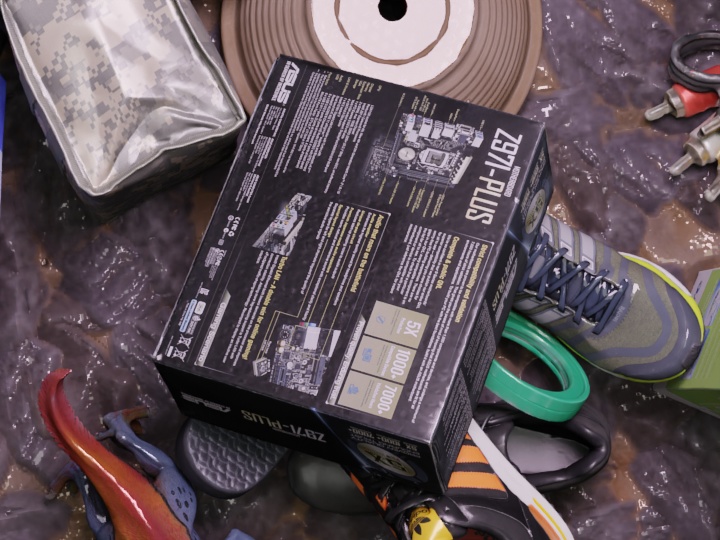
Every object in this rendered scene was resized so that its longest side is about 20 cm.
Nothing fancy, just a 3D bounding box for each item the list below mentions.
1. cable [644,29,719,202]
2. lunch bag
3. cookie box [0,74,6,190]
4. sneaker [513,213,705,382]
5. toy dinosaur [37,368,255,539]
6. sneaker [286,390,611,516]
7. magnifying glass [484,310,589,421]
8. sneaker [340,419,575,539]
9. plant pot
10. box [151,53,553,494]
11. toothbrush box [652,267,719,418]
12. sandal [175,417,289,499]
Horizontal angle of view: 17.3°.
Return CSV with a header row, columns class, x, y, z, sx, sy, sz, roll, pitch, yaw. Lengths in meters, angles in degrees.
class,x,y,z,sx,sy,sz,roll,pitch,yaw
cable,0.269,-0.125,1.481,0.200,0.050,0.097,-28,72,-17
lunch bag,-0.156,-0.141,1.375,0.117,0.164,0.200,-26,89,-6
cookie box,-0.307,-0.040,1.340,0.200,0.075,0.171,-12,55,13
sneaker,0.111,0.004,1.397,0.200,0.081,0.074,31,99,24
toy dinosaur,-0.120,0.176,1.375,0.105,0.200,0.182,-39,58,10
sneaker,0.055,0.106,1.416,0.200,0.091,0.076,-9,90,-4
magnifying glass,0.055,0.020,1.419,0.200,0.080,0.022,43,118,19
sneaker,0.037,0.122,1.337,0.200,0.090,0.070,43,113,2
plant pot,0.015,-0.152,1.426,0.200,0.093,0.201,0,86,-4
box,0.000,0.000,1.320,0.163,0.086,0.200,15,69,14
toothbrush box,0.268,0.060,1.379,0.145,0.200,0.086,23,84,-3
sandal,-0.033,0.061,1.418,0.200,0.043,0.076,-35,88,-26
